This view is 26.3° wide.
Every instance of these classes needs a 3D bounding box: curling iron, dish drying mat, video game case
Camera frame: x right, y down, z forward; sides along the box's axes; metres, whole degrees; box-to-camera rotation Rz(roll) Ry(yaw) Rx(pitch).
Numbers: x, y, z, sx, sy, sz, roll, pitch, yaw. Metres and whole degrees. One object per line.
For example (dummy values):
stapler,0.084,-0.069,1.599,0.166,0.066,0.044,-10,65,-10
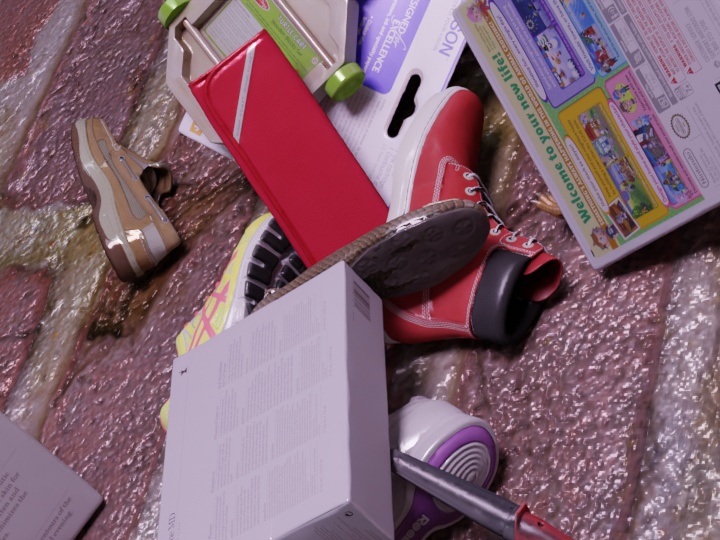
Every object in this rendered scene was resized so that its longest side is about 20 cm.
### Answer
curling iron,0.094,0.151,0.889,0.199,0.049,0.026,30,101,30
dish drying mat,-0.043,-0.074,1.135,0.076,0.201,0.018,-34,3,8
video game case,0.167,-0.123,0.970,0.022,0.201,0.182,-26,-4,-45

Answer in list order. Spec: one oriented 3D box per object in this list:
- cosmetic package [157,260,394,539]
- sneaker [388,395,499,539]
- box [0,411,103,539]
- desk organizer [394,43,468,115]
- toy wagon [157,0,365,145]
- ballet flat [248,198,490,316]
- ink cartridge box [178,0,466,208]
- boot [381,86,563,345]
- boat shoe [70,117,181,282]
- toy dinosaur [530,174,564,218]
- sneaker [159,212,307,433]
cosmetic package,-0.055,0.108,0.967,0.150,0.052,0.201,-28,38,22
sneaker,-0.002,0.160,0.985,0.200,0.075,0.099,-41,32,-11
box,-0.348,0.177,1.156,0.199,0.171,0.200,21,69,46
desk organizer,0.004,-0.173,1.254,0.200,0.077,0.072,-43,40,-1
toy wagon,-0.059,-0.186,1.170,0.200,0.040,0.156,-43,74,15
ballet flat,0.000,0.000,1.042,0.199,0.067,0.047,-32,43,26
ink cartridge box,-0.021,-0.154,1.197,0.199,0.043,0.200,28,98,22
boot,0.089,-0.040,1.080,0.143,0.072,0.202,-1,63,37
boat shoe,-0.199,-0.072,1.347,0.076,0.072,0.201,-25,49,-2
toy dinosaur,0.167,-0.081,1.041,0.200,0.060,0.107,48,123,23
sneaker,-0.099,0.042,1.150,0.090,0.078,0.202,-6,53,38
